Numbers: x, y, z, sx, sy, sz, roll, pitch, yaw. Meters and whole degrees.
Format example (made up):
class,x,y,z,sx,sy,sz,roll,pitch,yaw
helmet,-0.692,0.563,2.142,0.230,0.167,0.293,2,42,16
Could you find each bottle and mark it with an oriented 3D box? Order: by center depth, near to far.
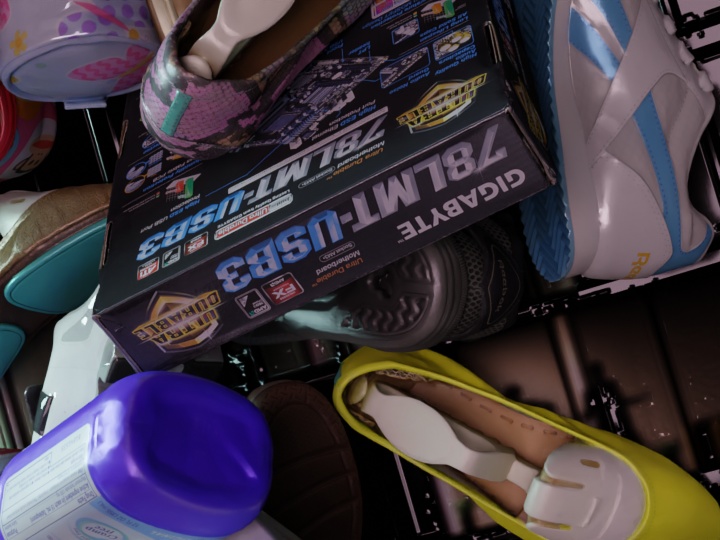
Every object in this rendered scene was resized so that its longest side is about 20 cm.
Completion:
class,x,y,z,sx,sy,sz,roll,pitch,yaw
bottle,-0.121,0.109,0.740,0.200,0.083,0.065,-34,46,44

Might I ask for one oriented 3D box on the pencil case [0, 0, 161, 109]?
class,x,y,z,sx,sy,sz,roll,pitch,yaw
pencil case,-0.149,-0.183,0.812,0.083,0.091,0.200,-4,75,-26

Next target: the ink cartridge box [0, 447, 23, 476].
class,x,y,z,sx,sy,sz,roll,pitch,yaw
ink cartridge box,-0.282,0.163,0.877,0.200,0.083,0.145,2,92,17

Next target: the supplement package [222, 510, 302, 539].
class,x,y,z,sx,sy,sz,roll,pitch,yaw
supplement package,-0.002,0.207,0.723,0.200,0.114,0.110,39,85,-19

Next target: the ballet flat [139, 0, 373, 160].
class,x,y,z,sx,sy,sz,roll,pitch,yaw
ballet flat,-0.027,-0.133,0.720,0.069,0.071,0.200,36,61,-4

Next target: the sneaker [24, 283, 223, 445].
class,x,y,z,sx,sy,sz,roll,pitch,yaw
sneaker,-0.130,0.069,0.840,0.200,0.074,0.089,-59,40,28

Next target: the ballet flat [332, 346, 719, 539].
class,x,y,z,sx,sy,sz,roll,pitch,yaw
ballet flat,0.073,0.093,0.776,0.200,0.067,0.067,27,98,15

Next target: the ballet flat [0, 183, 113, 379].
class,x,y,z,sx,sy,sz,roll,pitch,yaw
ballet flat,-0.184,0.005,0.863,0.200,0.068,0.072,-44,60,17

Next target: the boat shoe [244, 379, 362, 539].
class,x,y,z,sx,sy,sz,roll,pitch,yaw
boat shoe,-0.044,0.151,0.806,0.075,0.075,0.203,8,102,59

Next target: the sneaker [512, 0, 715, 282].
class,x,y,z,sx,sy,sz,roll,pitch,yaw
sneaker,0.115,-0.094,0.762,0.081,0.077,0.200,0,81,-13

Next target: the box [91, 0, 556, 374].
class,x,y,z,sx,sy,sz,roll,pitch,yaw
box,-0.021,-0.064,0.743,0.200,0.199,0.050,-27,124,15

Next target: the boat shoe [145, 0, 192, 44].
class,x,y,z,sx,sy,sz,roll,pitch,yaw
boat shoe,-0.070,-0.172,0.788,0.066,0.074,0.200,-11,64,7

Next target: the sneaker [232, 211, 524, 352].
class,x,y,z,sx,sy,sz,roll,pitch,yaw
sneaker,0.000,0.000,0.799,0.199,0.114,0.076,4,92,45

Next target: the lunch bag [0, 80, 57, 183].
class,x,y,z,sx,sy,sz,roll,pitch,yaw
lunch bag,-0.263,-0.099,0.872,0.200,0.082,0.176,-9,93,16
